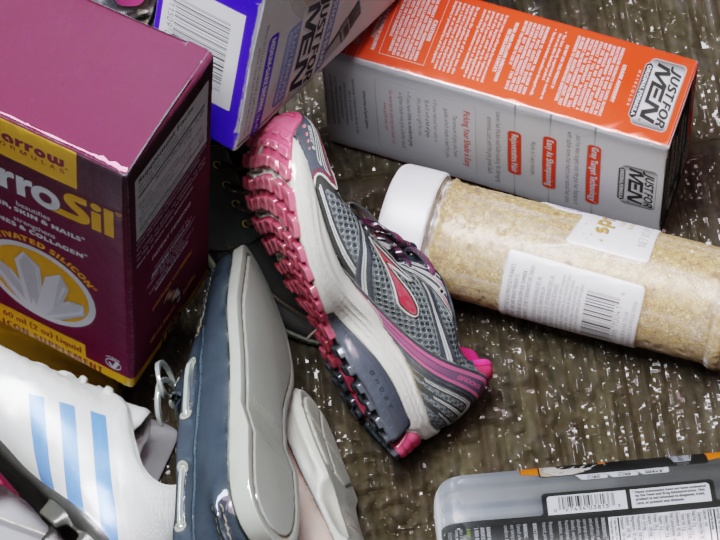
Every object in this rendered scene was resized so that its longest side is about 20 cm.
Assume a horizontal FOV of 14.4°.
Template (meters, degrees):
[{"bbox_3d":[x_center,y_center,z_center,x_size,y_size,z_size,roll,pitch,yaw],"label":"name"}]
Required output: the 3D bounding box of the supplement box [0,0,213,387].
[{"bbox_3d":[-0.141,-0.044,1.429,0.110,0.200,0.086,25,59,12],"label":"supplement box"}]

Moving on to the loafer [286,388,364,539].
[{"bbox_3d":[-0.024,0.158,1.476,0.063,0.072,0.201,-25,57,10],"label":"loafer"}]

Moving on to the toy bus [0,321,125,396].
[{"bbox_3d":[-0.216,0.003,1.556,0.199,0.065,0.079,15,60,8],"label":"toy bus"}]

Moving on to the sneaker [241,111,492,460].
[{"bbox_3d":[0.000,0.000,1.494,0.074,0.201,0.081,-32,28,-11],"label":"sneaker"}]

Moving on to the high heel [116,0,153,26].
[{"bbox_3d":[-0.089,-0.132,1.621,0.095,0.068,0.200,20,53,25],"label":"high heel"}]

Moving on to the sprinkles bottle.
[{"bbox_3d":[0.108,-0.002,1.540,0.199,0.068,0.069,15,65,11],"label":"sprinkles bottle"}]

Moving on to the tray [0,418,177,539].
[{"bbox_3d":[-0.209,0.097,1.538,0.199,0.022,0.108,18,67,13],"label":"tray"}]

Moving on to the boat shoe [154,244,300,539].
[{"bbox_3d":[-0.070,0.072,1.463,0.062,0.075,0.201,-22,48,18],"label":"boat shoe"}]

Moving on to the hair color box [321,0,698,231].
[{"bbox_3d":[0.081,-0.093,1.569,0.199,0.102,0.062,17,64,11],"label":"hair color box"}]

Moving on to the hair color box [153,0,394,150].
[{"bbox_3d":[-0.028,-0.162,1.462,0.065,0.110,0.200,28,46,14],"label":"hair color box"}]

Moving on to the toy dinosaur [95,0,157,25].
[{"bbox_3d":[-0.182,-0.191,1.481,0.181,0.105,0.201,25,79,0],"label":"toy dinosaur"}]

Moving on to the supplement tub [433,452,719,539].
[{"bbox_3d":[0.139,0.156,1.427,0.198,0.123,0.123,-5,63,1],"label":"supplement tub"}]

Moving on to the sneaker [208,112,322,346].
[{"bbox_3d":[-0.058,-0.048,1.532,0.075,0.106,0.200,-38,86,-16],"label":"sneaker"}]

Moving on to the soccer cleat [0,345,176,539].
[{"bbox_3d":[-0.164,0.082,1.499,0.086,0.070,0.200,-37,71,-25],"label":"soccer cleat"}]
